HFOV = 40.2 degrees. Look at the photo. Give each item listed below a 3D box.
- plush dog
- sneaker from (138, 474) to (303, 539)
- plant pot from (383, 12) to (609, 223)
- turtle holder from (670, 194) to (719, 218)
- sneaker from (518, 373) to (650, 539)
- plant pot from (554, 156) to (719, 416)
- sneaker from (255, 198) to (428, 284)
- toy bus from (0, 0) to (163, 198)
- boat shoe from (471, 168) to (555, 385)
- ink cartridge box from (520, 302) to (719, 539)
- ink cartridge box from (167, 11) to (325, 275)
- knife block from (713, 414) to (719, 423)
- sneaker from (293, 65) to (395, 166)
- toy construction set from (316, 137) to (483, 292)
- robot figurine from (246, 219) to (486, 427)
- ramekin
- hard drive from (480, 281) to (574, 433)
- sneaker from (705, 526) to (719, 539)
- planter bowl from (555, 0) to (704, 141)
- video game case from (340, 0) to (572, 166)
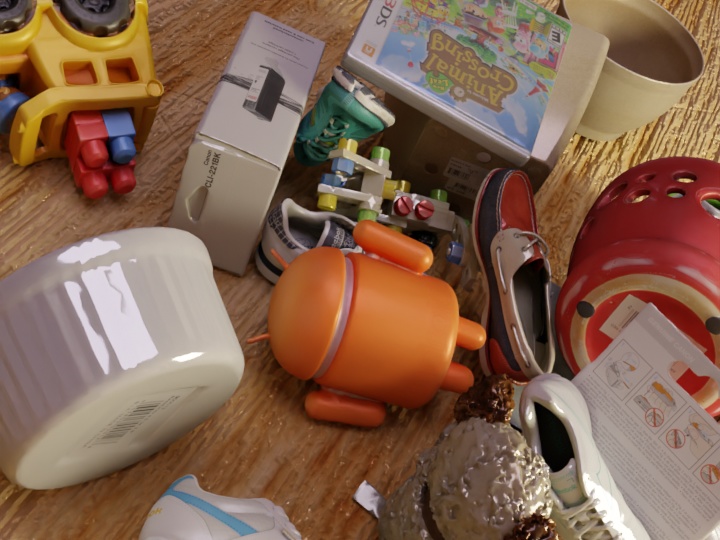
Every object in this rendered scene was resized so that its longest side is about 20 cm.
[{"bbox_3d":[0.080,0.178,0.727,0.157,0.173,0.203,0,51,-25],"label":"plush dog"},{"bbox_3d":[-0.061,0.212,0.700,0.197,0.077,0.081,26,42,-5],"label":"sneaker"},{"bbox_3d":[0.127,-0.156,1.051,0.196,0.201,0.179,21,54,-7],"label":"plant pot"},{"bbox_3d":[0.358,-0.016,1.058,0.139,0.134,0.185,30,24,16],"label":"turtle holder"},{"bbox_3d":[0.169,0.181,0.767,0.203,0.070,0.080,66,17,11],"label":"sneaker"},{"bbox_3d":[0.275,0.025,0.887,0.199,0.202,0.183,35,41,8],"label":"plant pot"},{"bbox_3d":[0.000,0.000,0.911,0.197,0.081,0.077,21,49,-9],"label":"sneaker"},{"bbox_3d":[-0.280,-0.158,0.904,0.197,0.136,0.195,-9,70,-29],"label":"toy bus"},{"bbox_3d":[0.144,0.002,0.888,0.070,0.062,0.205,9,75,-29],"label":"boat shoe"},{"bbox_3d":[0.227,0.154,0.809,0.161,0.201,0.050,46,14,19],"label":"ink cartridge box"},{"bbox_3d":[-0.107,-0.120,0.925,0.082,0.145,0.202,21,45,-6],"label":"ink cartridge box"},{"bbox_3d":[0.399,0.169,0.923,0.174,0.065,0.200,38,22,9],"label":"knife block"},{"bbox_3d":[-0.022,-0.140,0.964,0.077,0.200,0.080,40,80,-7],"label":"sneaker"},{"bbox_3d":[0.046,-0.056,0.956,0.198,0.131,0.093,29,75,-10],"label":"toy construction set"},{"bbox_3d":[0.006,0.047,0.840,0.196,0.145,0.118,16,38,-15],"label":"robot figurine"},{"bbox_3d":[-0.178,0.068,0.691,0.198,0.201,0.099,-17,66,-35],"label":"ramekin"},{"bbox_3d":[0.194,0.105,0.949,0.138,0.033,0.201,31,45,3],"label":"hard drive"},{"bbox_3d":[0.319,0.218,0.883,0.139,0.078,0.201,-28,77,-42],"label":"sneaker"},{"bbox_3d":[0.316,-0.254,1.258,0.196,0.136,0.203,14,45,-14],"label":"planter bowl"},{"bbox_3d":[0.098,-0.219,0.948,0.197,0.022,0.184,28,60,-8],"label":"video game case"}]
